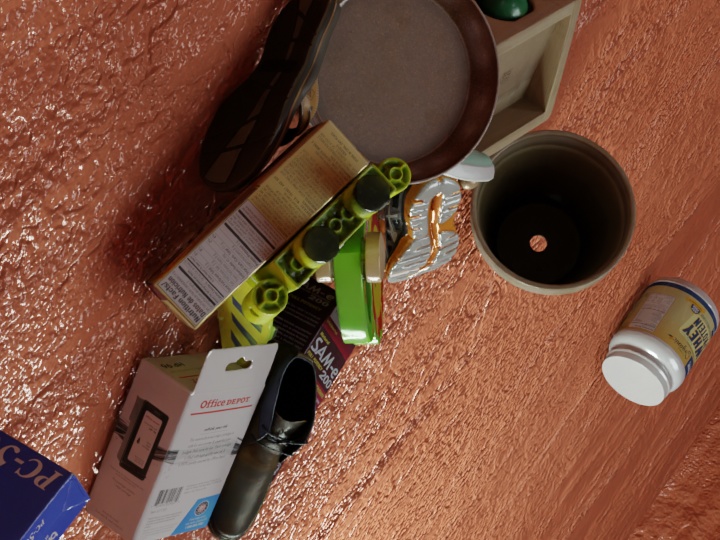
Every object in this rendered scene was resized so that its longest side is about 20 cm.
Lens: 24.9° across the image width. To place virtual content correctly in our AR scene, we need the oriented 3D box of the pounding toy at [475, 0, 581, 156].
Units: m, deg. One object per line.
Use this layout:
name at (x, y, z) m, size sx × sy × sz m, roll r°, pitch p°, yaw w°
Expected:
pounding toy at (0.124, -0.245, 1.669) m, size 0.184 × 0.142 × 0.200 m, roll -33°, pitch 148°, yaw -38°

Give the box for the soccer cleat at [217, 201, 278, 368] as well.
soccer cleat at (-0.115, 0.011, 1.513) m, size 0.084 × 0.065 × 0.200 m, roll -8°, pitch 131°, yaw -28°

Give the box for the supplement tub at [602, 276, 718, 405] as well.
supplement tub at (0.525, 0.125, 2.857) m, size 0.200 × 0.144 × 0.145 m, roll -51°, pitch 154°, yaw -28°

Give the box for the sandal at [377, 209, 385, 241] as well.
sandal at (0.068, -0.099, 1.762) m, size 0.207 × 0.059 × 0.079 m, roll -66°, pitch 157°, yaw 5°

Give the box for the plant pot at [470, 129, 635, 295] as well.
plant pot at (0.229, -0.054, 2.024) m, size 0.200 × 0.200 × 0.174 m, roll -58°, pitch 174°, yaw -12°

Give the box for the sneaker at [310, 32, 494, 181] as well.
sneaker at (0.057, -0.160, 1.547) m, size 0.200 × 0.074 × 0.118 m, roll 20°, pitch 91°, yaw -23°

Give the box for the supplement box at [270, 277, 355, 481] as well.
supplement box at (-0.080, 0.114, 1.671) m, size 0.200 × 0.061 × 0.109 m, roll -59°, pitch 156°, yaw -14°

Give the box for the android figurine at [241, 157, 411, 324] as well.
android figurine at (-0.035, -0.027, 1.385) m, size 0.182 × 0.041 × 0.200 m, roll -46°, pitch -176°, yaw -18°

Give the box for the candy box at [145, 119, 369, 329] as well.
candy box at (-0.090, -0.039, 1.374) m, size 0.200 × 0.055 × 0.115 m, roll -45°, pitch -173°, yaw -7°

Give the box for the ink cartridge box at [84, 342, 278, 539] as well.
ink cartridge box at (-0.163, 0.143, 1.497) m, size 0.116 × 0.068 × 0.200 m, roll -2°, pitch 119°, yaw -59°

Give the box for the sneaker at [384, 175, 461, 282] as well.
sneaker at (0.057, -0.058, 1.694) m, size 0.078 × 0.077 × 0.200 m, roll -18°, pitch 151°, yaw -21°

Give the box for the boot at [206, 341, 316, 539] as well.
boot at (-0.096, 0.162, 1.547) m, size 0.097 × 0.075 × 0.200 m, roll 170°, pitch -64°, yaw -69°

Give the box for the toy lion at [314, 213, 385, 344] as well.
toy lion at (0.000, 0.000, 1.607) m, size 0.200 × 0.069 × 0.192 m, roll -84°, pitch 171°, yaw -53°

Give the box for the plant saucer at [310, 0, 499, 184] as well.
plant saucer at (0.032, -0.178, 1.480) m, size 0.200 × 0.034 × 0.201 m, roll -2°, pitch 96°, yaw -24°

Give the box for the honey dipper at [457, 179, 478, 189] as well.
honey dipper at (0.074, -0.170, 1.599) m, size 0.038 × 0.038 × 0.200 m, roll -42°, pitch 116°, yaw -41°

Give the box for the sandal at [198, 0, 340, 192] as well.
sandal at (-0.068, -0.149, 1.395) m, size 0.055 × 0.082 × 0.200 m, roll 41°, pitch 68°, yaw -44°

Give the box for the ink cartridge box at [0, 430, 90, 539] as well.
ink cartridge box at (-0.287, 0.134, 1.074) m, size 0.094 × 0.200 × 0.044 m, roll -53°, pitch 154°, yaw -23°
